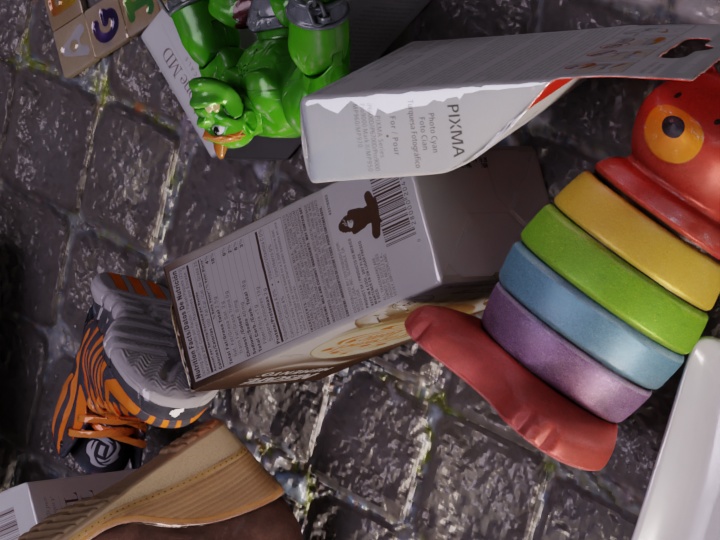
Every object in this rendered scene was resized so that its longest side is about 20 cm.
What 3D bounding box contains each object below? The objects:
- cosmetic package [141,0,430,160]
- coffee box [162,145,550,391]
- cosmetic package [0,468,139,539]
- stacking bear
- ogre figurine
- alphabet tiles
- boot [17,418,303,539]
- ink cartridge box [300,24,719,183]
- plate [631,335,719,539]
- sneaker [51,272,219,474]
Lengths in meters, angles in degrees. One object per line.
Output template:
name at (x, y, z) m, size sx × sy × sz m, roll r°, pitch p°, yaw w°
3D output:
cosmetic package at (-0.032, -0.163, 1.351) m, size 0.200 × 0.074 × 0.102 m, roll -46°, pitch 64°, yaw 31°
coffee box at (0.000, 0.000, 1.301) m, size 0.200 × 0.114 × 0.080 m, roll -24°, pitch 75°, yaw 40°
cosmetic package at (-0.136, 0.222, 1.403) m, size 0.052 × 0.150 × 0.201 m, roll -25°, pitch 76°, yaw 37°
stacking bear at (0.137, -0.011, 1.176) m, size 0.121 × 0.114 × 0.200 m, roll 41°, pitch 100°, yaw 35°
ogre figurine at (-0.051, -0.128, 1.259) m, size 0.199 × 0.098 × 0.120 m, roll -1°, pitch 110°, yaw 42°
alphabet tiles at (-0.164, -0.249, 1.507) m, size 0.167 × 0.008 × 0.201 m, roll -27°, pitch 74°, yaw 39°
boot at (-0.111, 0.200, 1.331) m, size 0.167 × 0.200 × 0.072 m, roll 62°, pitch 158°, yaw -8°
ink cartridge box at (0.090, -0.086, 1.163) m, size 0.199 × 0.160 × 0.047 m, roll -1°, pitch 105°, yaw 23°
plate at (0.224, 0.158, 1.162) m, size 0.200 × 0.032 × 0.200 m, roll 27°, pitch 109°, yaw 38°
sneaker at (-0.136, 0.082, 1.412) m, size 0.200 × 0.077 × 0.112 m, roll -124°, pitch 51°, yaw -70°
